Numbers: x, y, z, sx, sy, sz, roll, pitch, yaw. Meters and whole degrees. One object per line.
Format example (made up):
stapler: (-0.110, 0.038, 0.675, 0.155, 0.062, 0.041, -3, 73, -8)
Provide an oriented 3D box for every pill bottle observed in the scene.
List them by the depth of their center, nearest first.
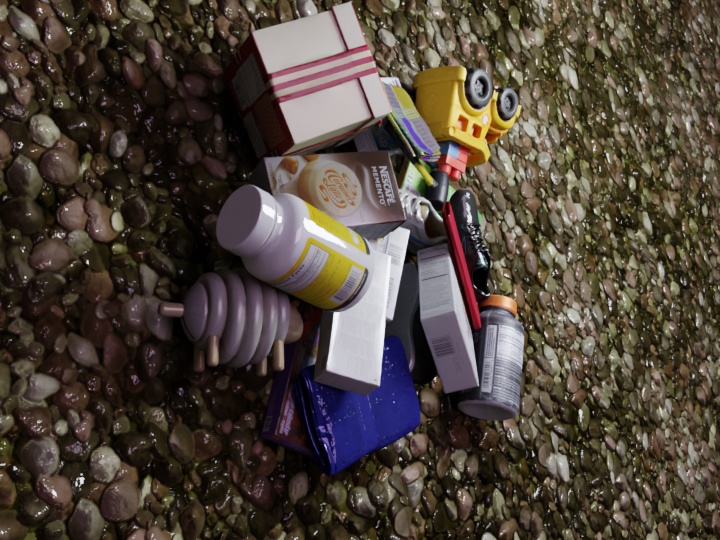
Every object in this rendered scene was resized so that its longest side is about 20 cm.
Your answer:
pill bottle: (-0.081, -0.029, 1.009, 0.199, 0.110, 0.113, 29, 59, -44)
pill bottle: (0.228, 0.147, 1.387, 0.105, 0.105, 0.203, 28, 60, -34)

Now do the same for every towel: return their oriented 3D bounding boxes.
towel: (-0.003, 0.187, 1.146, 0.198, 0.049, 0.150, -16, 93, -43)
towel: (0.075, -0.239, 1.272, 0.145, 0.023, 0.200, 60, 16, 2)

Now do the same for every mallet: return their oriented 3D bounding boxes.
mallet: (0.096, -0.186, 1.339, 0.201, 0.041, 0.067, 53, 41, -39)

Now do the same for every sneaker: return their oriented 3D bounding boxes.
sneaker: (0.084, 0.093, 1.301, 0.099, 0.070, 0.203, 41, 44, -47)
sneaker: (0.067, -0.103, 1.325, 0.199, 0.080, 0.078, 34, 59, -30)
sneaker: (0.196, -0.042, 1.400, 0.074, 0.079, 0.204, -8, 97, -32)

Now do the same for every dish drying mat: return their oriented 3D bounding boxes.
dish drying mat: (0.165, -0.008, 1.322, 0.077, 0.018, 0.203, -75, 149, -67)

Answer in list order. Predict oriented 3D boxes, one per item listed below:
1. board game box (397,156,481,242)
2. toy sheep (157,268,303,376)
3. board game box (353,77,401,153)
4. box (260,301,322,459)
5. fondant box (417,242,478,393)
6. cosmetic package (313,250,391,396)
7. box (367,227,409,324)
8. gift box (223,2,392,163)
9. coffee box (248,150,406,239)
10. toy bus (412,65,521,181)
board game box: (0.141, -0.113, 1.435, 0.199, 0.030, 0.097, 36, 57, -27)
toy sheep: (-0.162, 0.063, 1.031, 0.197, 0.137, 0.141, 10, 71, -34)
board game box: (0.034, -0.254, 1.330, 0.199, 0.034, 0.128, -26, 97, -62)
box: (-0.058, 0.163, 1.157, 0.136, 0.039, 0.203, 31, 58, -34)
fondant box: (0.136, 0.072, 1.269, 0.201, 0.057, 0.146, -84, 157, -58)
cosmetic package: (-0.010, 0.064, 1.111, 0.081, 0.051, 0.203, 18, 58, -18)
box: (-0.032, -0.023, 1.196, 0.197, 0.041, 0.158, 22, 63, -18)
gift box: (-0.078, -0.267, 1.165, 0.185, 0.199, 0.188, -23, 98, -24)
coffee box: (-0.047, -0.102, 1.148, 0.197, 0.080, 0.116, -8, 76, -27)
toy bus: (0.186, -0.252, 1.457, 0.198, 0.134, 0.196, 16, 80, -42)
